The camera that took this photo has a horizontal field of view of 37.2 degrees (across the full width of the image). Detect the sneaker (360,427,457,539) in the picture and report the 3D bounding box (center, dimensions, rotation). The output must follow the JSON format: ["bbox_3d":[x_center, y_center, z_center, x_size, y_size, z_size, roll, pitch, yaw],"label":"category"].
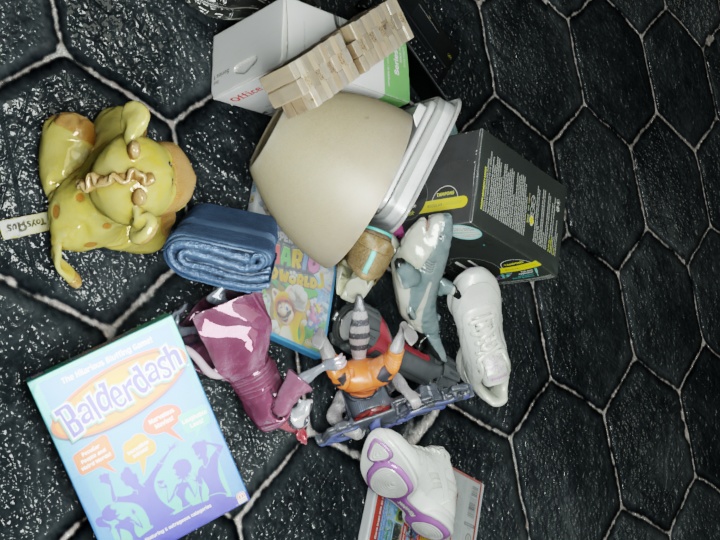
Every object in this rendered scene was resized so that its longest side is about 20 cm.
[{"bbox_3d":[0.062,0.241,1.300,0.201,0.074,0.101,57,41,-39],"label":"sneaker"}]

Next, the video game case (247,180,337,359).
[{"bbox_3d":[-0.084,-0.012,1.281,0.142,0.018,0.204,27,61,-38],"label":"video game case"}]

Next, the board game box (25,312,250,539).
[{"bbox_3d":[-0.215,0.165,1.040,0.150,0.045,0.203,-25,98,-17],"label":"board game box"}]

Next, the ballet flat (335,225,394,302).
[{"bbox_3d":[0.000,0.000,1.266,0.067,0.200,0.073,21,81,-5],"label":"ballet flat"}]

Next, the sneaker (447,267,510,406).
[{"bbox_3d":[0.167,0.087,1.395,0.074,0.100,0.203,-19,126,-11],"label":"sneaker"}]

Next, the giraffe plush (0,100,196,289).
[{"bbox_3d":[-0.233,-0.088,1.045,0.200,0.161,0.175,-41,109,-43],"label":"giraffe plush"}]

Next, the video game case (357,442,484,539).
[{"bbox_3d":[0.082,0.309,1.367,0.199,0.017,0.145,33,58,-35],"label":"video game case"}]

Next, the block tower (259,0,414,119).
[{"bbox_3d":[-0.023,-0.233,1.167,0.200,0.057,0.055,-42,110,-39],"label":"block tower"}]

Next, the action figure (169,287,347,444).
[{"bbox_3d":[-0.114,0.111,1.137,0.149,0.133,0.202,-43,108,-41],"label":"action figure"}]

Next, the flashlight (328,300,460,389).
[{"bbox_3d":[0.047,0.100,1.358,0.199,0.068,0.069,28,86,-41],"label":"flashlight"}]

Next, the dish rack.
[{"bbox_3d":[0.041,-0.130,1.275,0.043,0.200,0.174,27,86,-13],"label":"dish rack"}]

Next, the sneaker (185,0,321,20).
[{"bbox_3d":[-0.145,-0.334,1.274,0.197,0.079,0.075,16,108,-29],"label":"sneaker"}]

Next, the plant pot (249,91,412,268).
[{"bbox_3d":[-0.049,-0.123,1.216,0.133,0.200,0.203,28,59,-14],"label":"plant pot"}]

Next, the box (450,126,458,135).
[{"bbox_3d":[0.075,-0.133,1.459,0.199,0.037,0.139,-26,99,-46],"label":"box"}]

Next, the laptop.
[{"bbox_3d":[0.086,-0.325,1.474,0.178,0.102,0.201,50,49,-24],"label":"laptop"}]

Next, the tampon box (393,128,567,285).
[{"bbox_3d":[0.151,-0.075,1.388,0.199,0.148,0.129,26,66,-42],"label":"tampon box"}]

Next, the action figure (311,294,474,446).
[{"bbox_3d":[0.030,0.123,1.264,0.196,0.195,0.106,-13,51,-10],"label":"action figure"}]

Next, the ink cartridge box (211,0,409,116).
[{"bbox_3d":[-0.060,-0.238,1.273,0.198,0.145,0.086,11,72,-43],"label":"ink cartridge box"}]

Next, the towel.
[{"bbox_3d":[-0.141,-0.024,1.106,0.110,0.200,0.049,13,103,-5],"label":"towel"}]

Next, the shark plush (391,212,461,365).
[{"bbox_3d":[0.086,0.032,1.299,0.082,0.091,0.204,-14,106,-5],"label":"shark plush"}]
